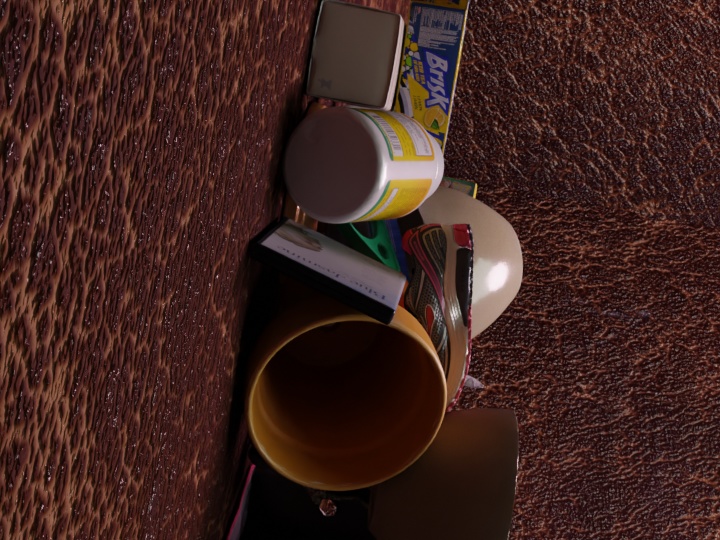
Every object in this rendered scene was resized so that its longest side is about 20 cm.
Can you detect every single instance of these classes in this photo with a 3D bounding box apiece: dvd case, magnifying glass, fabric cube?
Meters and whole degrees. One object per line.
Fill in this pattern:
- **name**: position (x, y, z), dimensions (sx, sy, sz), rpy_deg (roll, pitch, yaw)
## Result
- **dvd case**: position (-0.026, -0.003, 1.433), dimensions (0.018, 0.142, 0.200), rpy_deg (-63, 180, 10)
- **magnifying glass**: position (0.023, -0.011, 1.598), dimensions (0.201, 0.022, 0.080), rpy_deg (58, 28, -3)
- **fabric cube**: position (-0.056, 0.361, 1.671), dimensions (0.200, 0.194, 0.201), rpy_deg (-74, 174, -64)

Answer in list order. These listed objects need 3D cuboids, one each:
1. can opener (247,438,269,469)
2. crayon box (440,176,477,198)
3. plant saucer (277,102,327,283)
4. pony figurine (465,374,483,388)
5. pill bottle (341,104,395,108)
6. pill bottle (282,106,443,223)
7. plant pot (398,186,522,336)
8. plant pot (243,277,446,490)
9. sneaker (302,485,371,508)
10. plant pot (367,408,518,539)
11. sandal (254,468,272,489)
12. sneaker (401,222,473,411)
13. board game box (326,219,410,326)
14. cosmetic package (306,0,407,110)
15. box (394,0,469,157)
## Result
- **can opener**: position (-0.039, 0.163, 1.683), dimensions (0.199, 0.066, 0.053), rpy_deg (-26, 141, -33)
- **crayon box**: position (0.050, -0.057, 2.088), dimensions (0.058, 0.198, 0.174), rpy_deg (-74, 174, -53)
- **plant saucer**: position (-0.053, -0.081, 1.637), dimensions (0.200, 0.037, 0.202), rpy_deg (11, 90, -87)
- **pony figurine**: position (0.055, 0.103, 1.873), dimensions (0.193, 0.165, 0.202), rpy_deg (-172, -104, -82)
- **pill bottle**: position (0.005, -0.116, 1.938), dimensions (0.201, 0.105, 0.107), rpy_deg (98, 4, -51)
- **pill bottle**: position (0.012, -0.107, 1.519), dimensions (0.200, 0.112, 0.114), rpy_deg (-10, 113, -65)
- **plant pot**: position (0.105, -0.007, 1.708), dimensions (0.200, 0.133, 0.202), rpy_deg (172, -90, -69)
- **plant pot**: position (-0.026, 0.089, 1.527), dimensions (0.184, 0.198, 0.202), rpy_deg (-107, -156, -61)
- **sneaker**: position (0.010, 0.231, 1.658), dimensions (0.089, 0.198, 0.077), rpy_deg (64, -37, 41)
- **plant pot**: position (0.080, 0.235, 1.568), dimensions (0.200, 0.133, 0.202), rpy_deg (-170, -90, -88)
- **sandal**: position (-0.101, 0.260, 1.824), dimensions (0.203, 0.049, 0.083), rpy_deg (90, 11, -75)
- **sneaker**: position (0.080, 0.049, 1.559), dimensions (0.081, 0.074, 0.202), rpy_deg (-67, 157, -79)
- **board game box**: position (0.000, 0.000, 1.729), dimensions (0.199, 0.043, 0.202), rpy_deg (132, -50, -63)
- **cosmetic package**: position (0.000, -0.228, 1.608), dimensions (0.200, 0.086, 0.104), rpy_deg (-56, 157, -82)
- **box**: position (0.074, -0.210, 1.655), dimensions (0.070, 0.064, 0.201), rpy_deg (-76, 175, -60)
